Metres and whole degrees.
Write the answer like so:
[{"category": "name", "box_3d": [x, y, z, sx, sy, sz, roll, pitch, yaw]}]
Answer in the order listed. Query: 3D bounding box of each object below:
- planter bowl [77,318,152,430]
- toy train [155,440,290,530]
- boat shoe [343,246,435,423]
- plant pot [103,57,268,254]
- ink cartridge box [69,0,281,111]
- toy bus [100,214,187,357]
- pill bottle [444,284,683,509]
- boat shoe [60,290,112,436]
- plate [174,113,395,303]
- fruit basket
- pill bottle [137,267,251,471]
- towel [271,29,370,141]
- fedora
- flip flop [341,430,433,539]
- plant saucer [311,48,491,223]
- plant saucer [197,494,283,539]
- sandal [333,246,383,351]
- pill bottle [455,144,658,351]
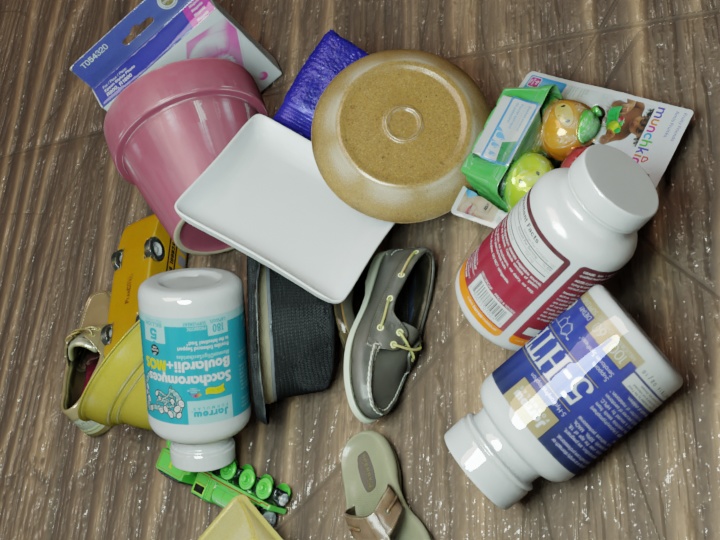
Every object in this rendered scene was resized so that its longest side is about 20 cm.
[{"category": "planter bowl", "box_3d": [-0.220, 0.120, 1.552, 0.083, 0.200, 0.201, 40, 90, 10]}, {"category": "toy train", "box_3d": [-0.152, 0.228, 1.490, 0.200, 0.042, 0.057, 19, 85, 44]}, {"category": "boat shoe", "box_3d": [0.034, 0.062, 1.428, 0.060, 0.072, 0.202, -13, 52, 36]}, {"category": "plant pot", "box_3d": [-0.191, -0.127, 1.664, 0.200, 0.200, 0.180, -33, 62, 17]}, {"category": "ink cartridge box", "box_3d": [-0.234, -0.254, 1.759, 0.196, 0.200, 0.043, -40, 45, 11]}, {"category": "toy bus", "box_3d": [-0.261, 0.026, 1.681, 0.065, 0.078, 0.201, -19, 52, 27]}, {"category": "pill bottle", "box_3d": [0.179, 0.119, 1.242, 0.200, 0.120, 0.120, -42, 45, 8]}, {"category": "boat shoe", "box_3d": [-0.329, 0.103, 1.692, 0.074, 0.066, 0.201, -24, 50, 24]}, {"category": "plate", "box_3d": [-0.071, -0.062, 1.450, 0.200, 0.199, 0.032, -56, -6, -46]}, {"category": "fruit basket", "box_3d": [0.209, -0.112, 1.392, 0.200, 0.094, 0.186, 20, 76, 41]}, {"category": "pill bottle", "box_3d": [-0.171, 0.105, 1.436, 0.111, 0.111, 0.201, 12, 112, 42]}, {"category": "towel", "box_3d": [-0.027, -0.163, 1.586, 0.200, 0.147, 0.050, -59, 1, -10]}, {"category": "fedora", "box_3d": [-0.073, 0.063, 1.473, 0.091, 0.201, 0.201, -3, 54, -2]}, {"category": "flip flop", "box_3d": [0.016, 0.235, 1.337, 0.081, 0.058, 0.200, -33, 46, 17]}, {"category": "plant saucer", "box_3d": [0.046, -0.151, 1.465, 0.199, 0.035, 0.201, 0, 74, 1]}, {"category": "plant saucer", "box_3d": [-0.122, 0.359, 1.367, 0.200, 0.048, 0.200, -50, 48, 0]}, {"category": "sandal", "box_3d": [0.000, 0.000, 1.496, 0.054, 0.082, 0.201, -10, 50, 10]}, {"category": "pill bottle", "box_3d": [0.185, -0.022, 1.285, 0.200, 0.113, 0.113, -50, 36, 40]}]
